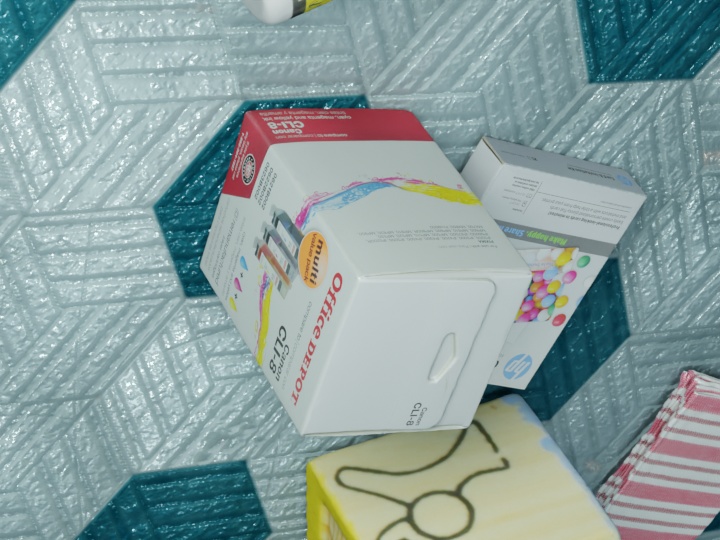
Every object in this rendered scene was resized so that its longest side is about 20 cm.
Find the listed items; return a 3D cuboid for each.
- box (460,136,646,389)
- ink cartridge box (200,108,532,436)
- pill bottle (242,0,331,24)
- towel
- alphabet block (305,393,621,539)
[{"bbox_3d":[0.113,-0.002,1.816,0.156,0.041,0.200,11,122,-37],"label":"box"},{"bbox_3d":[0.000,0.000,1.629,0.144,0.200,0.146,-2,128,-31],"label":"ink cartridge box"},{"bbox_3d":[0.006,-0.246,1.481,0.200,0.113,0.113,-25,136,-10],"label":"pill bottle"},{"bbox_3d":[0.296,0.178,2.099,0.146,0.030,0.200,13,122,-39],"label":"towel"},{"bbox_3d":[0.081,0.251,1.909,0.199,0.195,0.197,-16,132,-18],"label":"alphabet block"}]
